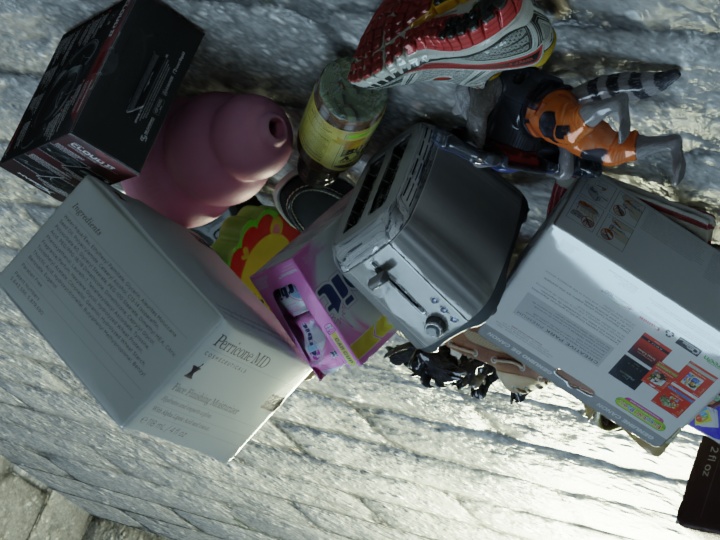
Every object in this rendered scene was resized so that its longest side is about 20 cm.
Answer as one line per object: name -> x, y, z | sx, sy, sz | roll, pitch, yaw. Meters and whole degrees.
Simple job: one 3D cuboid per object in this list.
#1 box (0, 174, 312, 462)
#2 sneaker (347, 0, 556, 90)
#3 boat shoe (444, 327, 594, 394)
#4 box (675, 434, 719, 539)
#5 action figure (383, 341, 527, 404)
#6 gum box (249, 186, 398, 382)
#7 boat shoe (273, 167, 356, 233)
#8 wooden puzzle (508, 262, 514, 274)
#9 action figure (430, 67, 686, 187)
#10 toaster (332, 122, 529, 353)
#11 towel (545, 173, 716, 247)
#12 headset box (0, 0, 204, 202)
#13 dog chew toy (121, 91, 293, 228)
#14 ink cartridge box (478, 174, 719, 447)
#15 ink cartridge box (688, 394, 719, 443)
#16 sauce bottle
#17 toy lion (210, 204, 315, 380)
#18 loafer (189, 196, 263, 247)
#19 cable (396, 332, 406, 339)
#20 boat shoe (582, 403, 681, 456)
box -> -0.177, 0.046, 1.553 | 0.200, 0.131, 0.199 | 45, -174, 27
sneaker -> 0.063, -0.163, 1.317 | 0.082, 0.078, 0.200 | 33, 159, -31
boat shoe -> 0.162, 0.079, 1.651 | 0.200, 0.072, 0.076 | 29, -156, 32
box -> 0.459, 0.232, 1.785 | 0.200, 0.166, 0.164 | 7, 155, 38
action figure -> 0.108, 0.084, 1.899 | 0.119, 0.102, 0.200 | 9, 172, 41
gum box -> 0.000, 0.000, 1.583 | 0.066, 0.200, 0.114 | -24, 104, 47
boat shoe -> -0.009, -0.037, 1.726 | 0.200, 0.076, 0.060 | 30, -158, -47
wooden puzzle -> 0.150, 0.017, 1.757 | 0.185, 0.046, 0.200 | 23, 164, 3
action figure -> 0.159, -0.119, 1.358 | 0.193, 0.105, 0.200 | 18, -171, 35
toaster -> 0.062, -0.038, 1.526 | 0.129, 0.200, 0.114 | 40, 135, -18
towel -> 0.227, -0.004, 1.549 | 0.144, 0.023, 0.200 | 22, 141, 13
headset box -> -0.229, -0.153, 1.568 | 0.077, 0.149, 0.200 | 31, 159, -26
dog chew toy -> -0.138, -0.110, 1.635 | 0.124, 0.125, 0.200 | 35, 151, -30
ink cartridge box -> 0.225, 0.036, 1.505 | 0.200, 0.084, 0.176 | 33, 141, 1
ink cartridge box -> 0.306, 0.069, 1.654 | 0.200, 0.043, 0.198 | 27, 148, -5
sauce bottle -> -0.022, -0.124, 1.544 | 0.065, 0.065, 0.200 | 24, 163, -3
toy lion -> -0.081, 0.002, 1.750 | 0.068, 0.200, 0.192 | 10, 146, 33
loafer -> -0.149, -0.074, 1.807 | 0.073, 0.071, 0.200 | -25, 119, 24
cable -> 0.031, 0.027, 1.954 | 0.097, 0.050, 0.200 | -17, 152, 37
boat shoe -> 0.264, 0.136, 1.830 | 0.074, 0.067, 0.200 | 26, -177, -26
